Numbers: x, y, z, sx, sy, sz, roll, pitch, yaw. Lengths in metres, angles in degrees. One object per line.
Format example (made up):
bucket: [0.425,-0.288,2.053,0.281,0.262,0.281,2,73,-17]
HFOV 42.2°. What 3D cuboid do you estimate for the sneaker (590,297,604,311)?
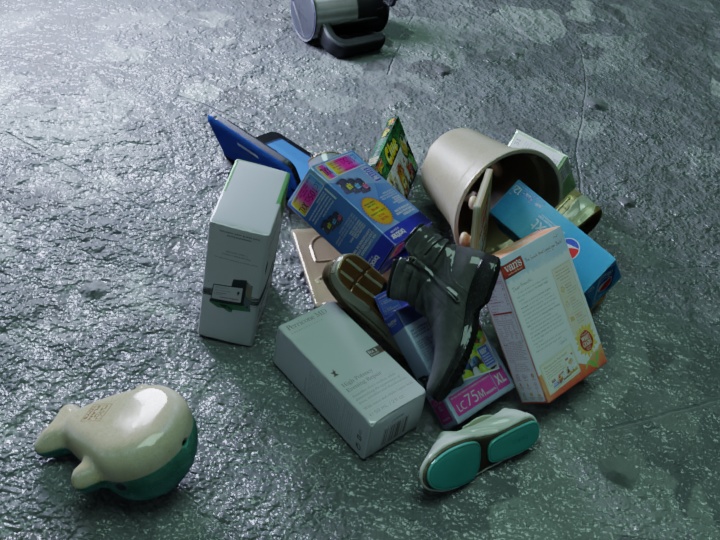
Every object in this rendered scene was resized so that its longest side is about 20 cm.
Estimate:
sneaker: [0.307,0.046,1.405,0.087,0.077,0.200,11,35,31]

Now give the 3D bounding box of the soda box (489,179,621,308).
soda box: [0.281,-0.040,1.354,0.068,0.064,0.200,-44,57,0]

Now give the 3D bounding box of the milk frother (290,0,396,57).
milk frother: [-0.022,-0.568,1.939,0.185,0.202,0.181,-16,50,-27]

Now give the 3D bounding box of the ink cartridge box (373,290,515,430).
ink cartridge box: [0.112,0.096,1.246,0.118,0.042,0.202,-24,77,-35]

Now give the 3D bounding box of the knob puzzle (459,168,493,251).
knob puzzle: [0.159,-0.025,1.335,0.030,0.223,0.221,6,39,11]

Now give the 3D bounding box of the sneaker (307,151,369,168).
sneaker: [-0.003,-0.121,1.517,0.198,0.071,0.115,4,65,-52]

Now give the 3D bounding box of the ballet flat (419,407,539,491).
ballet flat: [0.137,0.220,1.165,0.197,0.070,0.070,-15,46,-33]

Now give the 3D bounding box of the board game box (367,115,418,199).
board game box: [0.055,-0.171,1.551,0.023,0.106,0.201,-16,26,23]

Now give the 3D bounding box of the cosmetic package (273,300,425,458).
cosmetic package: [-0.017,0.137,1.212,0.101,0.075,0.200,-24,52,-35]

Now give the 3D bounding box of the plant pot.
plant pot: [0.193,-0.134,1.504,0.197,0.204,0.184,-10,32,-23]

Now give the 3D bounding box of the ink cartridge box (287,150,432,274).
ink cartridge box: [0.012,-0.072,1.347,0.200,0.077,0.136,44,32,9]

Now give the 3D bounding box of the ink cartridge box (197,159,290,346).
ink cartridge box: [-0.160,-0.022,1.269,0.082,0.203,0.147,13,40,-1]

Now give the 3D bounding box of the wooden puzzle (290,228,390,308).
wooden puzzle: [0.000,0.000,1.402,0.181,0.047,0.201,-4,37,-17]

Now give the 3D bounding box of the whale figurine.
whale figurine: [-0.278,0.203,1.079,0.196,0.105,0.160,-3,35,25]

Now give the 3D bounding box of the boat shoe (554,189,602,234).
boat shoe: [0.279,-0.046,1.440,0.199,0.074,0.067,-37,63,-5]

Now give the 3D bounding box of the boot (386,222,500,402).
boot: [0.089,0.053,1.190,0.129,0.070,0.204,20,84,15]

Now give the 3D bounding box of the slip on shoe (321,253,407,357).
slip on shoe: [0.026,0.055,1.284,0.199,0.060,0.077,39,61,-20]

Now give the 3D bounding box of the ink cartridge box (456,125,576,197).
ink cartridge box: [0.274,-0.199,1.621,0.198,0.145,0.048,35,88,25]

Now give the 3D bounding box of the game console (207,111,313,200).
game console: [-0.134,-0.203,1.556,0.198,0.172,0.119,33,71,26]

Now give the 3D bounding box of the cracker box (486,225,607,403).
cracker box: [0.243,0.059,1.257,0.132,0.204,0.057,-24,7,-34]
